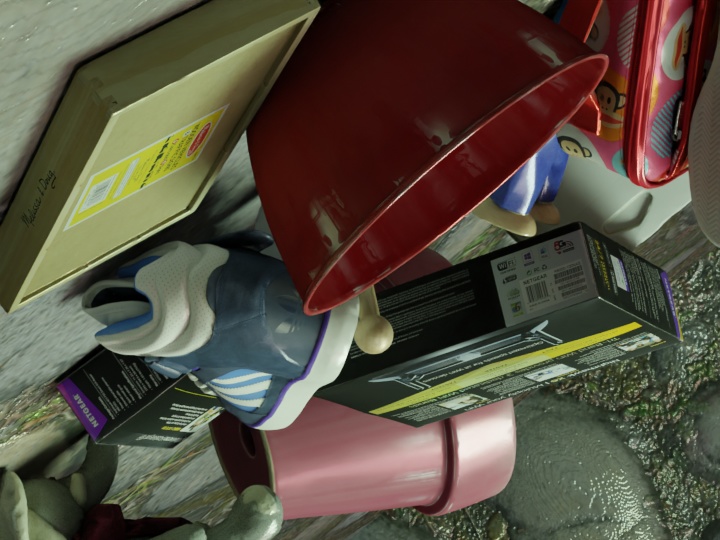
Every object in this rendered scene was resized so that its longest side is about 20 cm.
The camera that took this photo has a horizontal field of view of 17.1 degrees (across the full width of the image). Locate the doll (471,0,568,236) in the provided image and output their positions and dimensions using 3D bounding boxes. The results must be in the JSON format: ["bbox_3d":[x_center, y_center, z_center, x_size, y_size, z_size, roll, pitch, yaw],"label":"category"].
[{"bbox_3d":[0.123,-0.119,1.386,0.136,0.048,0.200,-22,135,-63],"label":"doll"}]

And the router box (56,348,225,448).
[{"bbox_3d":[-0.103,0.056,1.582,0.149,0.051,0.200,-36,170,4],"label":"router box"}]

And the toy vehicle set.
[{"bbox_3d":[-0.104,-0.059,1.141,0.124,0.027,0.200,-31,168,-33],"label":"toy vehicle set"}]

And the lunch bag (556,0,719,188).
[{"bbox_3d":[0.172,-0.152,1.321,0.176,0.082,0.200,-26,132,-40],"label":"lunch bag"}]

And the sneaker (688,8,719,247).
[{"bbox_3d":[0.245,-0.111,1.304,0.116,0.074,0.200,-18,124,-40],"label":"sneaker"}]

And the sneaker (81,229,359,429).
[{"bbox_3d":[-0.094,0.032,1.396,0.200,0.146,0.081,142,-38,-69],"label":"sneaker"}]

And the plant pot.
[{"bbox_3d":[-0.010,0.097,1.758,0.179,0.200,0.200,-16,162,-21],"label":"plant pot"}]

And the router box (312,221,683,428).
[{"bbox_3d":[0.083,0.038,1.510,0.200,0.052,0.157,-20,161,21],"label":"router box"}]

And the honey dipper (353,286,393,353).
[{"bbox_3d":[0.000,0.000,1.435,0.038,0.038,0.200,-40,-156,12],"label":"honey dipper"}]

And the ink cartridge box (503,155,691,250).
[{"bbox_3d":[0.180,-0.096,1.603,0.147,0.083,0.200,-43,-169,31],"label":"ink cartridge box"}]

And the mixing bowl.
[{"bbox_3d":[0.017,-0.082,1.212,0.200,0.108,0.200,-38,171,-7],"label":"mixing bowl"}]

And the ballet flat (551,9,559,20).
[{"bbox_3d":[0.106,-0.103,1.556,0.200,0.067,0.064,-42,175,22],"label":"ballet flat"}]

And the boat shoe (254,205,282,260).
[{"bbox_3d":[0.022,-0.071,1.417,0.200,0.072,0.068,-47,167,12],"label":"boat shoe"}]

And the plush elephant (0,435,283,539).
[{"bbox_3d":[-0.183,0.187,1.670,0.200,0.155,0.165,-42,-179,-22],"label":"plush elephant"}]
